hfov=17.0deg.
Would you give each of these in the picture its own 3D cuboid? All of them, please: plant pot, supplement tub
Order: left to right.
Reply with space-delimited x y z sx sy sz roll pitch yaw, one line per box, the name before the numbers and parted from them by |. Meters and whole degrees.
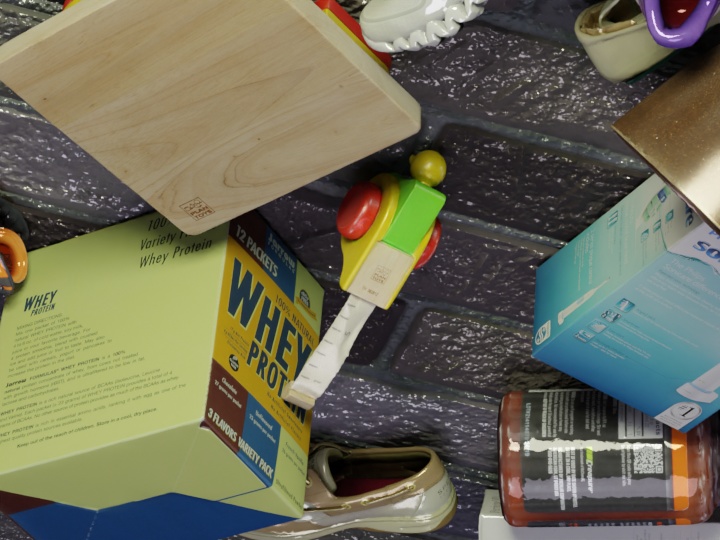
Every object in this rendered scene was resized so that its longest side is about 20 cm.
supplement tub | 0.206 0.142 1.834 0.199 0.107 0.107 -1 141 8
plant pot | 0.287 -0.094 1.462 0.200 0.187 0.187 -46 126 6

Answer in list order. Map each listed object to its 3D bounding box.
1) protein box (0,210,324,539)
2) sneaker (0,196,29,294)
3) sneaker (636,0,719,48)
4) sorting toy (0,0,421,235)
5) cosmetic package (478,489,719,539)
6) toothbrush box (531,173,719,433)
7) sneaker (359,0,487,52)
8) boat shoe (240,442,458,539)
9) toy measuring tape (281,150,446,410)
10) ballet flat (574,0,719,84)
protein box | -0.148 0.081 1.719 0.198 0.201 0.135 -16 137 25
sneaker | -0.298 0.011 1.748 0.111 0.078 0.201 7 142 -1
sneaker | 0.199 -0.219 1.371 0.080 0.084 0.201 6 118 5
sorting toy | -0.095 -0.135 1.549 0.199 0.070 0.199 -23 134 31
cosmetic package | 0.193 0.224 1.922 0.199 0.082 0.113 3 -174 3
toothbrush box | 0.236 0.011 1.682 0.146 0.086 0.200 26 138 -22
sneaker | 0.066 -0.203 1.455 0.200 0.075 0.081 -33 115 35
boat shoe | -0.024 0.170 1.933 0.199 0.074 0.067 -6 128 10
toy measuring tape | 0.000 0.000 1.673 0.073 0.074 0.201 25 105 -24
ballet flat | 0.212 -0.177 1.472 0.069 0.070 0.200 34 134 -32
